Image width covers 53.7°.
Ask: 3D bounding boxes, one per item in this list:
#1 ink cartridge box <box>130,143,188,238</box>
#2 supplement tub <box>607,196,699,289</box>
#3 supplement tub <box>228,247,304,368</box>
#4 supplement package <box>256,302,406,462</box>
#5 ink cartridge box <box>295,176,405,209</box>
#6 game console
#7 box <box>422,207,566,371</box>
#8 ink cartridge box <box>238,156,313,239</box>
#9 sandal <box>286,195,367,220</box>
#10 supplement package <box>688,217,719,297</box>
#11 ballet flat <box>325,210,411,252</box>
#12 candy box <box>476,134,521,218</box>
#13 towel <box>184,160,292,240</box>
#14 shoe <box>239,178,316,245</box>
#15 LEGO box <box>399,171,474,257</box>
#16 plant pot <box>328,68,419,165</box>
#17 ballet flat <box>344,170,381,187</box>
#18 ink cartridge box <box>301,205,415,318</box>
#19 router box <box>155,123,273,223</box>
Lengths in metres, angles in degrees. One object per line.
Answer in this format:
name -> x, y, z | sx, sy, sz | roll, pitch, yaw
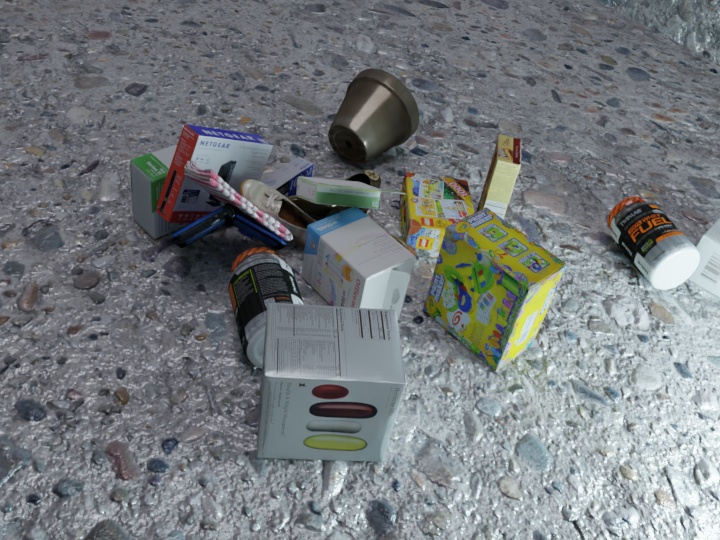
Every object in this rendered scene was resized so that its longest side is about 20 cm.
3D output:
ink cartridge box -> -0.354, -0.173, 1.432 | 0.083, 0.148, 0.199 | 37, 47, 26
supplement tub -> 0.637, -0.065, 1.566 | 0.120, 0.124, 0.201 | -5, 42, -19
supplement tub -> -0.160, 0.060, 1.228 | 0.120, 0.124, 0.201 | -5, 44, -19
supplement package -> -0.051, 0.171, 1.072 | 0.196, 0.193, 0.148 | 4, 41, -8
ink cartridge box -> -0.022, -0.146, 1.379 | 0.143, 0.049, 0.199 | 2, 13, -29
game console -> -0.244, -0.051, 1.324 | 0.169, 0.200, 0.120 | -31, 94, -10
box -> 0.237, 0.032, 1.295 | 0.121, 0.202, 0.192 | -26, 53, -36
ink cartridge box -> -0.175, -0.155, 1.494 | 0.044, 0.095, 0.200 | 27, 43, 19
sandal -> -0.076, -0.140, 1.511 | 0.197, 0.081, 0.055 | -5, 55, -27
supplement package -> 0.827, -0.043, 1.591 | 0.117, 0.118, 0.199 | 35, 46, 26
ballet flat -> 0.017, -0.065, 1.476 | 0.198, 0.069, 0.063 | 29, 15, 16
candy box -> 0.298, -0.177, 1.551 | 0.054, 0.202, 0.116 | 13, 40, 4
towel -> -0.217, -0.123, 1.274 | 0.030, 0.199, 0.146 | -56, 34, -6
shoe -> -0.152, -0.119, 1.403 | 0.199, 0.053, 0.071 | 36, 56, -35
LEGO box -> 0.166, -0.119, 1.548 | 0.146, 0.078, 0.202 | 7, 40, -6
plant pot -> 0.017, -0.352, 1.718 | 0.198, 0.201, 0.174 | 28, 59, 19
ballet flat -> -0.022, -0.187, 1.605 | 0.067, 0.047, 0.199 | 38, 47, 27
ink cartridge box -> 0.000, 0.000, 1.331 | 0.124, 0.130, 0.200 | -23, 50, -34
router box -> -0.283, -0.182, 1.386 | 0.049, 0.181, 0.199 | 37, 24, 28
